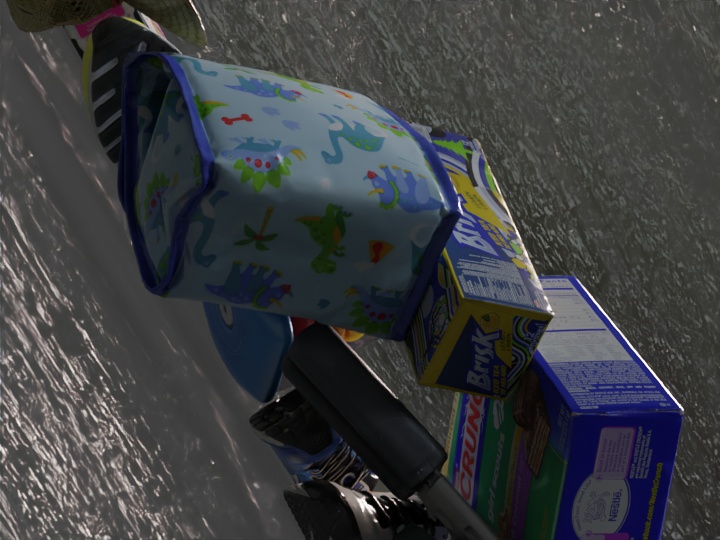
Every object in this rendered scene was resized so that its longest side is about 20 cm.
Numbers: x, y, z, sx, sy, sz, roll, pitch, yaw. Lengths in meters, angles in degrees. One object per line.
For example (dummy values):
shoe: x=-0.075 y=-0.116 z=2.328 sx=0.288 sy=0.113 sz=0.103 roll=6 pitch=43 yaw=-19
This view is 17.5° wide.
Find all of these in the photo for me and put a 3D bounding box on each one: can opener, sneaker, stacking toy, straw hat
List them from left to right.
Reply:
straw hat: x=-0.189 y=-0.190 z=1.441 sx=0.201 sy=0.085 sz=0.201 roll=50 pitch=-9 yaw=11
sneaker: x=-0.147 y=-0.101 z=1.611 sx=0.090 sy=0.078 sz=0.200 roll=50 pitch=-12 yaw=45
sneaker: x=-0.018 y=0.113 z=1.543 sx=0.089 sy=0.078 sz=0.200 roll=58 pitch=1 yaw=3
stacking toy: x=0.000 y=0.000 z=1.552 sx=0.116 sy=0.200 sz=0.110 roll=64 pitch=-23 yaw=24
sneaker: x=0.009 y=0.163 z=1.491 sx=0.074 sy=0.080 sz=0.200 roll=63 pitch=4 yaw=19
can opener: x=0.017 y=0.124 z=1.400 sx=0.200 sy=0.067 sz=0.053 roll=47 pitch=-24 yaw=7

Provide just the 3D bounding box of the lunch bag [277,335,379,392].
lunch bag: x=-0.031 y=-0.009 z=1.769 sx=0.118 sy=0.164 sz=0.200 roll=64 pitch=0 yaw=-15

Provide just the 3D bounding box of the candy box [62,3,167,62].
candy box: x=-0.203 y=-0.209 z=1.819 sx=0.200 sy=0.061 sz=0.136 roll=60 pitch=2 yaw=-5

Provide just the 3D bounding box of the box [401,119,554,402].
box: x=0.055 y=-0.009 z=1.451 sx=0.064 sy=0.070 sz=0.200 roll=13 pitch=31 yaw=-21

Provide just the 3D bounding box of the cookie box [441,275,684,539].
cookie box: x=0.118 y=0.118 z=1.449 sx=0.200 sy=0.075 sz=0.171 roll=-122 pitch=-144 yaw=-63

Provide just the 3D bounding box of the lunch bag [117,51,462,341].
lunch bag: x=-0.054 y=-0.061 z=1.429 sx=0.170 sy=0.128 sz=0.200 roll=12 pitch=33 yaw=-23
